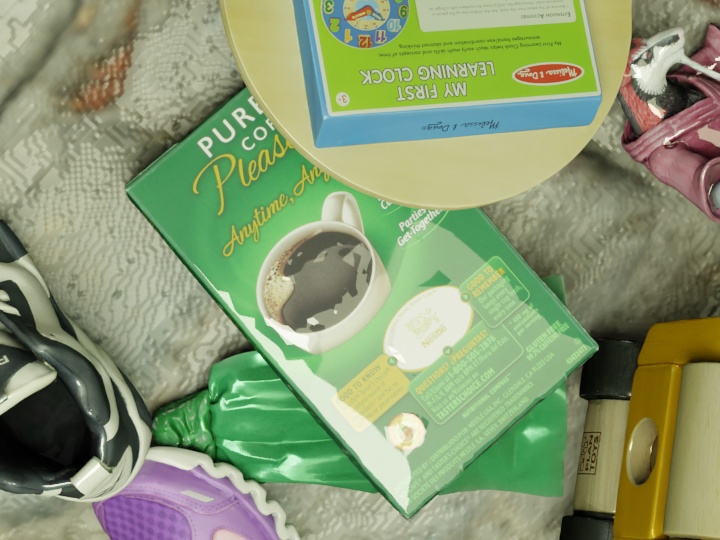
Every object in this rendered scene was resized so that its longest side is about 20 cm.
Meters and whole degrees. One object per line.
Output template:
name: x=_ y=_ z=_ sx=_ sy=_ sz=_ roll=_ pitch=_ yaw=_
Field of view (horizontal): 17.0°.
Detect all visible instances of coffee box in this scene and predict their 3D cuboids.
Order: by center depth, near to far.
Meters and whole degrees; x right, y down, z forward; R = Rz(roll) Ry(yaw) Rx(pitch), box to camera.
coffee box: x=0.000 y=0.000 z=1.106 sx=0.123 sy=0.044 sz=0.200 roll=-42 pitch=91 yaw=-4

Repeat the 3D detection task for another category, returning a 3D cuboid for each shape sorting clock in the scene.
shape sorting clock: x=0.031 y=-0.125 z=1.090 sx=0.200 sy=0.039 sz=0.200 roll=5 pitch=75 yaw=-19

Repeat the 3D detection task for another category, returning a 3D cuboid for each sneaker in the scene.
sneaker: x=-0.172 y=0.028 z=1.039 sx=0.079 sy=0.130 sz=0.199 roll=-39 pitch=95 yaw=0
sneaker: x=-0.061 y=0.173 z=1.139 sx=0.080 sy=0.088 sz=0.200 roll=-20 pitch=116 yaw=35

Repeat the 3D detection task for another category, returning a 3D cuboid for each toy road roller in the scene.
toy road roller: x=0.190 y=0.096 z=1.141 sx=0.146 sy=0.200 sz=0.123 roll=10 pitch=82 yaw=-17

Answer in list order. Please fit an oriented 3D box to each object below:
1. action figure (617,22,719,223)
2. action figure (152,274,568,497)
action figure: x=0.190 y=-0.056 z=1.171 sx=0.200 sy=0.134 sz=0.149 roll=27 pitch=140 yaw=-9
action figure: x=-0.001 y=0.063 z=1.155 sx=0.200 sy=0.055 sz=0.118 roll=-6 pitch=108 yaw=-11
